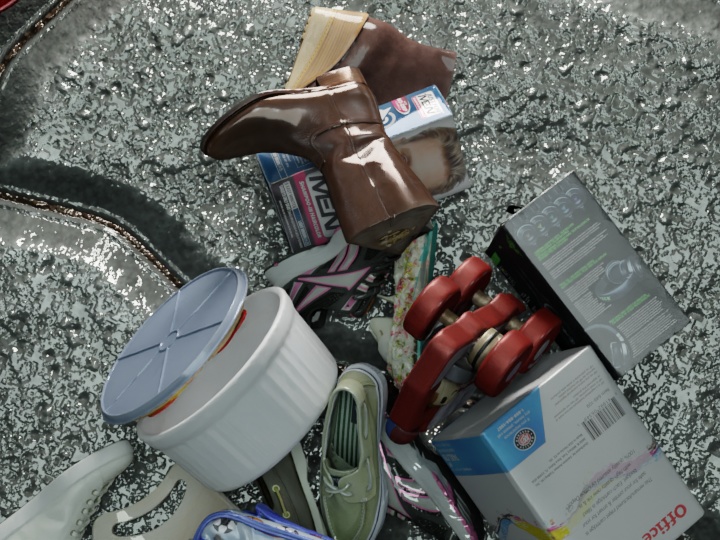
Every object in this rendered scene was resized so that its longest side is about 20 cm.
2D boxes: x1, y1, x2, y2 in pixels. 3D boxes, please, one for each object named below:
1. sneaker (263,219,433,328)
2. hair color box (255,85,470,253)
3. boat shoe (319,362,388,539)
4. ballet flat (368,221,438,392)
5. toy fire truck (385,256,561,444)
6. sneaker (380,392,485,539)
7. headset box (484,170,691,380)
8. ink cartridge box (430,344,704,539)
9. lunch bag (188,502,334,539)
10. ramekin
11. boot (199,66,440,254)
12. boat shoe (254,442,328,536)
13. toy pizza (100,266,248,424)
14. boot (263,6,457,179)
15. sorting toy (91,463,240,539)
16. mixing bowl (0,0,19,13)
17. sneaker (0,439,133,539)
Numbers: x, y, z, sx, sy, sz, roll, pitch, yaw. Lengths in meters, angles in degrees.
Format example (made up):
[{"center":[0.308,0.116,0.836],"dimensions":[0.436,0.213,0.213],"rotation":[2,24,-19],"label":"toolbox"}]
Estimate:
[{"center":[0.000,0.000,1.702],"dimensions":[0.200,0.080,0.087],"rotation":[-29,80,36],"label":"sneaker"},{"center":[0.004,-0.103,1.727],"dimensions":[0.199,0.100,0.061],"rotation":[-22,41,-3],"label":"hair color box"},{"center":[-0.015,0.188,1.639],"dimensions":[0.072,0.062,0.201],"rotation":[11,111,25],"label":"boat shoe"},{"center":[0.041,0.037,1.734],"dimensions":[0.064,0.076,0.201],"rotation":[3,73,10],"label":"ballet flat"},{"center":[0.093,0.093,1.628],"dimensions":[0.112,0.200,0.168],"rotation":[37,116,14],"label":"toy fire truck"},{"center":[0.045,0.218,1.707],"dimensions":[0.086,0.080,0.200],"rotation":[-38,83,15],"label":"sneaker"},{"center":[0.218,0.008,1.682],"dimensions":[0.093,0.174,0.200],"rotation":[-37,85,-6],"label":"headset box"},{"center":[0.200,0.201,1.643],"dimensions":[0.146,0.146,0.200],"rotation":[-36,94,-19],"label":"ink cartridge box"},{"center":[-0.080,0.308,1.570],"dimensions":[0.199,0.076,0.161],"rotation":[19,88,5],"label":"lunch bag"},{"center":[-0.116,0.121,1.654],"dimensions":[0.200,0.200,0.098],"rotation":[-45,107,-6],"label":"ramekin"},{"center":[-0.040,-0.087,1.632],"dimensions":[0.186,0.064,0.201],"rotation":[-24,64,-3],"label":"boot"},{"center":[-0.069,0.248,1.679],"dimensions":[0.060,0.072,0.202],"rotation":[-14,60,-8],"label":"boat shoe"},{"center":[-0.179,0.079,1.670],"dimensions":[0.200,0.200,0.032],"rotation":[-48,112,-6],"label":"toy pizza"},{"center":[-0.002,-0.163,1.756],"dimensions":[0.166,0.072,0.201],"rotation":[20,93,-6],"label":"boot"},{"center":[-0.179,0.292,1.686],"dimensions":[0.200,0.107,0.180],"rotation":[-34,72,4],"label":"sorting toy"},{"center":[-0.410,-0.340,1.755],"dimensions":[0.199,0.108,0.201],"rotation":[0,82,0],"label":"mixing bowl"},{"center":[-0.294,0.254,1.700],"dimensions":[0.200,0.073,0.085],"rotation":[-40,82,6],"label":"sneaker"}]
